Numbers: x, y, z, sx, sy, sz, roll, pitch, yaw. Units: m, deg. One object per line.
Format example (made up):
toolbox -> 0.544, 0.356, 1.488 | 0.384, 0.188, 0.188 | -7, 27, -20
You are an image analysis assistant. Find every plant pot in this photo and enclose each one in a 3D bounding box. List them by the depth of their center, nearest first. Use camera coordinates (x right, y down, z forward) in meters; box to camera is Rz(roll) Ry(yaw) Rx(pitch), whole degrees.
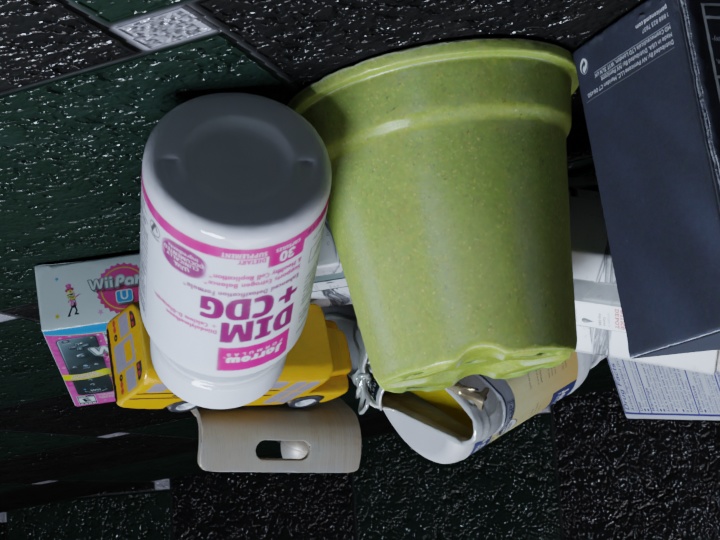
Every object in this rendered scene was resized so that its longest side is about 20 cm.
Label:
plant pot -> 0.060, -0.024, 0.919 | 0.198, 0.186, 0.200 | -9, 168, -2

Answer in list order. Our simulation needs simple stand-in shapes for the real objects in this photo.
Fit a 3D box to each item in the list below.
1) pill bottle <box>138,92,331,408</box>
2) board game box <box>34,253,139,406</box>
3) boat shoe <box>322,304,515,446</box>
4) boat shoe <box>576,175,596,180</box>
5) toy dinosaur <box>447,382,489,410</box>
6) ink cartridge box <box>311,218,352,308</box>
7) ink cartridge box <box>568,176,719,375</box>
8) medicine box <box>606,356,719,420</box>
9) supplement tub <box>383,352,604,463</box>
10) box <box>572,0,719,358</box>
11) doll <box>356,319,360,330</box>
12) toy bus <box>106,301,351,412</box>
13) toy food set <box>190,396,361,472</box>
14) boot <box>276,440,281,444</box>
pill bottle -> -0.084, -0.005, 0.909 | 0.112, 0.114, 0.201 | -7, 145, -14
board game box -> -0.203, 0.053, 1.290 | 0.146, 0.065, 0.200 | -8, 155, -6
boat shoe -> 0.023, 0.087, 1.181 | 0.086, 0.201, 0.075 | -27, 142, -50
boat shoe -> 0.146, -0.028, 1.225 | 0.198, 0.073, 0.063 | -13, -168, 37
toy dinosaur -> 0.056, 0.063, 1.099 | 0.100, 0.059, 0.200 | 21, -172, 13
ink cartridge box -> -0.036, -0.024, 1.089 | 0.197, 0.085, 0.146 | -9, 167, -4
ink cartridge box -> 0.175, -0.006, 1.066 | 0.198, 0.084, 0.147 | 9, -154, 12
medicine box -> 0.295, 0.030, 1.278 | 0.102, 0.184, 0.200 | -19, -178, -20
supplement tub -> 0.120, 0.071, 1.310 | 0.199, 0.145, 0.144 | -27, 177, -25
box -> 0.253, -0.060, 0.872 | 0.198, 0.201, 0.123 | -3, 167, -25
doll -> 0.000, 0.000, 1.198 | 0.197, 0.137, 0.049 | -4, 129, 1
toy bus -> -0.091, 0.063, 1.082 | 0.198, 0.066, 0.078 | 2, 157, -35
toy food set -> -0.103, 0.114, 1.197 | 0.142, 0.061, 0.200 | 5, -164, -30
boot -> -0.046, 0.079, 1.337 | 0.076, 0.201, 0.168 | -34, -172, -35
